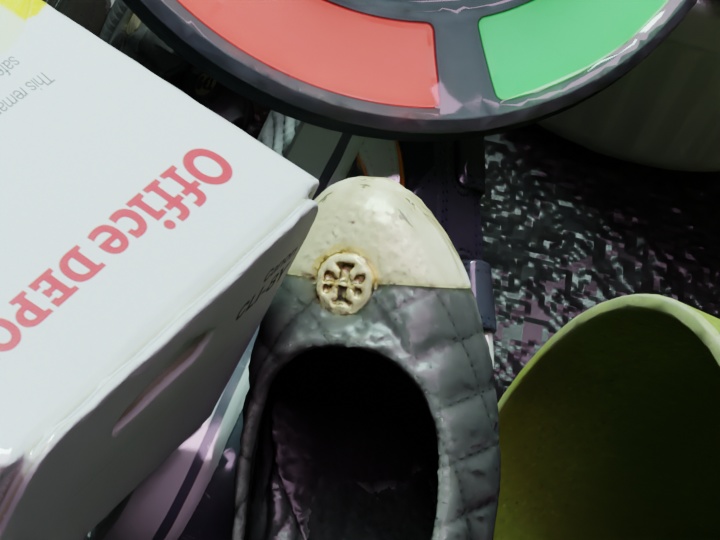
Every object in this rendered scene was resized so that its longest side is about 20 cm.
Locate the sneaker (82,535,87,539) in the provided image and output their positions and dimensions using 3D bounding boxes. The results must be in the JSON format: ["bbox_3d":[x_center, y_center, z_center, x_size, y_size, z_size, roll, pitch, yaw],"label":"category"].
[{"bbox_3d":[-0.107,0.075,0.680,0.075,0.082,0.200,5,50,-1],"label":"sneaker"}]

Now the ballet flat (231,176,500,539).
[{"bbox_3d":[-0.006,0.074,0.674,0.066,0.057,0.200,2,80,25],"label":"ballet flat"}]

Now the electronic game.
[{"bbox_3d":[0.010,-0.131,0.734,0.200,0.042,0.200,4,78,-18],"label":"electronic game"}]

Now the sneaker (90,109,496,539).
[{"bbox_3d":[0.000,0.000,0.766,0.079,0.078,0.200,26,73,-10],"label":"sneaker"}]

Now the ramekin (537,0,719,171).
[{"bbox_3d":[0.104,-0.120,0.896,0.202,0.094,0.202,8,50,-9],"label":"ramekin"}]

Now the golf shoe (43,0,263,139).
[{"bbox_3d":[-0.037,-0.125,0.815,0.094,0.200,0.078,37,5,36],"label":"golf shoe"}]

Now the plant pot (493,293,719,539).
[{"bbox_3d":[0.133,0.121,0.670,0.200,0.187,0.187,16,48,-19],"label":"plant pot"}]

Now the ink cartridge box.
[{"bbox_3d":[-0.133,-0.014,0.646,0.200,0.083,0.145,33,37,9],"label":"ink cartridge box"}]
